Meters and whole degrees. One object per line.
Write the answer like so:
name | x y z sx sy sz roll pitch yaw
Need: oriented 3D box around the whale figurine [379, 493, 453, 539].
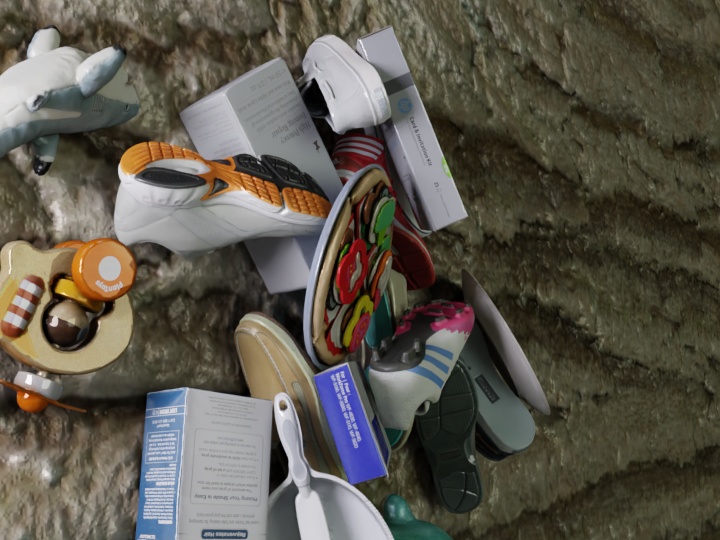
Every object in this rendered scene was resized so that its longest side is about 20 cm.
whale figurine | 0.031 0.298 0.889 0.200 0.103 0.160 38 55 -35

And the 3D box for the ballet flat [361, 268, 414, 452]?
ballet flat | 0.034 0.094 0.979 0.069 0.069 0.202 7 76 -49

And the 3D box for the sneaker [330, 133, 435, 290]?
sneaker | 0.032 -0.074 1.006 0.200 0.078 0.116 53 37 -42

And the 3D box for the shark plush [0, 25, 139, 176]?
shark plush | -0.244 -0.111 0.697 0.201 0.090 0.084 -61 156 -44

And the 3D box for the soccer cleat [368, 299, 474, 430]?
soccer cleat | 0.062 0.092 0.914 0.200 0.069 0.087 -32 121 -58

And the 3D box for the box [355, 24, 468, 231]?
box | 0.049 -0.141 0.946 0.156 0.041 0.202 -119 -173 -87

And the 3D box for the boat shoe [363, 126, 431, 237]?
boat shoe | 0.054 -0.136 1.054 0.073 0.065 0.202 -35 108 -48

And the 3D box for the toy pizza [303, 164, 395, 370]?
toy pizza | 0.000 0.000 0.858 0.200 0.031 0.202 15 90 -73

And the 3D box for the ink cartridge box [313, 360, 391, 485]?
ink cartridge box | -0.005 0.133 0.813 0.200 0.039 0.100 72 -2 -83

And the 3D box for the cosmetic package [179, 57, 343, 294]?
cosmetic package | -0.081 -0.090 0.877 0.102 0.074 0.201 -44 113 -45

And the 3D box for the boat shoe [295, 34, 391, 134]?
boat shoe | -0.032 -0.181 0.909 0.068 0.200 0.073 -24 126 -9

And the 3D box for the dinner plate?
dinner plate | 0.166 0.089 1.083 0.202 0.024 0.200 62 -1 2

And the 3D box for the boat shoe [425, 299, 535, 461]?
boat shoe | 0.125 0.136 1.076 0.070 0.091 0.201 -25 74 -21

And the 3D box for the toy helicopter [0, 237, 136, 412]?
toy helicopter | -0.258 0.045 0.650 0.199 0.078 0.134 -3 92 -39

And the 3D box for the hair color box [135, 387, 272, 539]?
hair color box | -0.131 0.205 0.752 0.100 0.060 0.202 18 67 -46

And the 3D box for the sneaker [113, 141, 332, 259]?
sneaker | -0.120 -0.050 0.789 0.198 0.092 0.076 8 40 -27

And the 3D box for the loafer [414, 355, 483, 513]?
loafer | 0.098 0.175 1.015 0.063 0.071 0.202 -92 175 -69

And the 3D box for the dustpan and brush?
dustpan and brush | -0.047 0.209 0.807 0.057 0.138 0.202 91 -15 -82

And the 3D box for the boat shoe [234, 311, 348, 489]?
boat shoe | -0.071 0.137 0.840 0.076 0.071 0.201 -39 111 -34
